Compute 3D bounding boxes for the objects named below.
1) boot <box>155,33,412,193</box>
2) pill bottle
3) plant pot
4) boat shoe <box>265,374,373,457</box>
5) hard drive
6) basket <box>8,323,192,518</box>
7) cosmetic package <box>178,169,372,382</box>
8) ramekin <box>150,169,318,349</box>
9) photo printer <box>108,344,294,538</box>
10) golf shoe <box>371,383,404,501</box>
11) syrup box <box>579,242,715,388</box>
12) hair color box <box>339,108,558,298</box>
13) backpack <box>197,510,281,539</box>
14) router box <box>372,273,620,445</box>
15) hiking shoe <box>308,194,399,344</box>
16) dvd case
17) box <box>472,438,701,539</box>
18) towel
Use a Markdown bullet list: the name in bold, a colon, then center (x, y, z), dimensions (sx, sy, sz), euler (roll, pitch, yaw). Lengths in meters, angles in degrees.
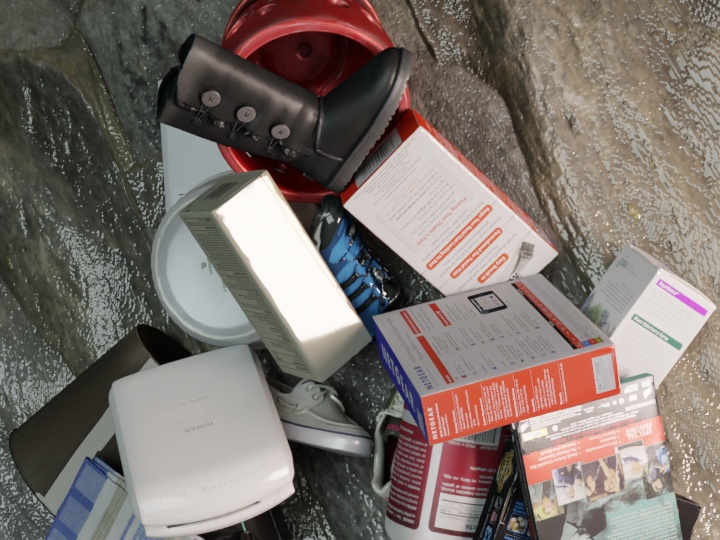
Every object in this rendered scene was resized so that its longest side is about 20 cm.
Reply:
- **boot**: center (-0.072, -0.173, 1.213), dimensions (0.199, 0.066, 0.165), euler (24, 119, -16)
- **pill bottle**: center (0.084, 0.208, 1.262), dimensions (0.112, 0.113, 0.202), euler (11, 91, 24)
- **plant pot**: center (-0.058, -0.198, 1.340), dimensions (0.200, 0.200, 0.183), euler (-39, 30, 16)
- **boat shoe**: center (-0.054, 0.147, 1.374), dimensions (0.199, 0.071, 0.070), euler (9, 80, 53)
- **hard drive**: center (-0.166, -0.128, 1.494), dimensions (0.131, 0.026, 0.202), euler (-8, 82, 23)
- **basket**: center (-0.270, 0.171, 1.458), dimensions (0.200, 0.136, 0.181), euler (-47, 60, 9)
- **cosmetic package**: center (-0.084, 0.005, 1.278), dimensions (0.073, 0.103, 0.201), euler (-39, 109, -20)
- **ramekin**: center (-0.135, -0.008, 1.410), dimensions (0.200, 0.094, 0.205), euler (2, 96, 16)
- **photo printer**: center (-0.159, 0.175, 1.309), dimensions (0.165, 0.070, 0.201), euler (-15, 41, -8)
- **golf shoe**: center (0.059, 0.141, 1.339), dimensions (0.077, 0.088, 0.202), euler (9, 87, 25)
- **syrup box**: center (0.241, 0.083, 1.251), dimensions (0.081, 0.079, 0.201), euler (31, 100, -22)
- **hair color box**: center (0.086, -0.051, 1.295), dimensions (0.200, 0.064, 0.111), euler (41, 104, -20)
- **backpack**: center (-0.181, 0.305, 1.391), dimensions (0.199, 0.153, 0.177), euler (-28, 69, 10)
- **router box**: center (0.119, 0.075, 1.203), dimensions (0.178, 0.200, 0.049), euler (-14, 111, -7)
- **hiking shoe**: center (0.000, 0.000, 1.340), dimensions (0.086, 0.201, 0.075), euler (8, 51, 18)
- **dvd case**: center (0.217, 0.208, 1.185), dimensions (0.145, 0.022, 0.202), euler (-14, 95, -15)
- **box**: center (0.198, 0.281, 1.220), dimensions (0.198, 0.050, 0.200), euler (19, 88, -17)
- **towel**: center (-0.244, 0.296, 1.331), dimensions (0.199, 0.024, 0.148), euler (29, 93, 34)
